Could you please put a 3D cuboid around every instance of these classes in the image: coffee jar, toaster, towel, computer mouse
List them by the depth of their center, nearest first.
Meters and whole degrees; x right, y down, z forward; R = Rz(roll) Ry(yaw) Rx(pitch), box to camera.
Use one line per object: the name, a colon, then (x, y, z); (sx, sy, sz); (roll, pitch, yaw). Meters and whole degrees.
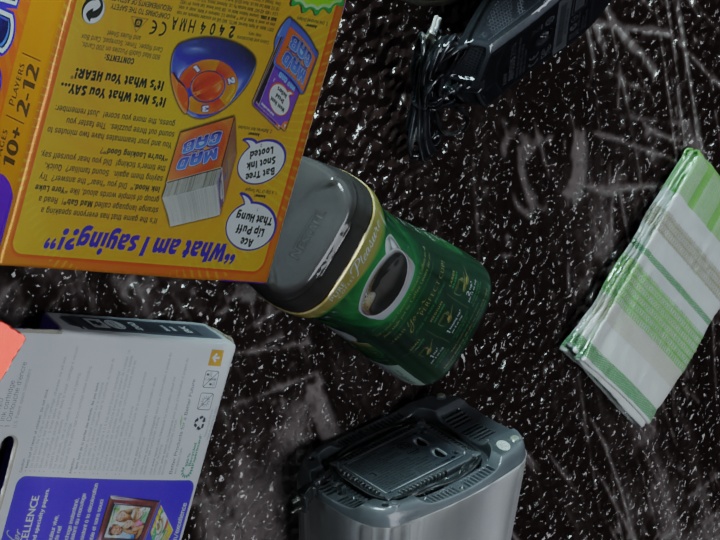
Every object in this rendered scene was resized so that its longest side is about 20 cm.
coffee jar: (0.000, 0.000, 1.692); (0.200, 0.085, 0.104); (33, 87, -49)
computer mouse: (0.099, -0.173, 1.727); (0.200, 0.053, 0.139); (-36, 157, -23)
toaster: (0.030, 0.186, 1.797); (0.200, 0.114, 0.129); (-24, 127, -39)
towel: (0.247, 0.015, 2.004); (0.200, 0.031, 0.149); (-58, 141, -10)

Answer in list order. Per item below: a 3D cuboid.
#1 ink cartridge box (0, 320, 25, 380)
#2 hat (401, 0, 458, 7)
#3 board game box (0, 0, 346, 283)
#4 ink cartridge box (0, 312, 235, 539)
ink cartridge box: (-0.299, 0.063, 1.417); (0.200, 0.047, 0.160); (36, 81, -35)
hat: (0.081, -0.264, 1.649); (0.200, 0.081, 0.201); (-23, 124, -39)
board game box: (-0.160, -0.122, 1.381); (0.200, 0.200, 0.200); (5, 105, -47)
ink cartridge box: (-0.187, 0.127, 1.594); (0.200, 0.043, 0.199); (6, 104, -48)
